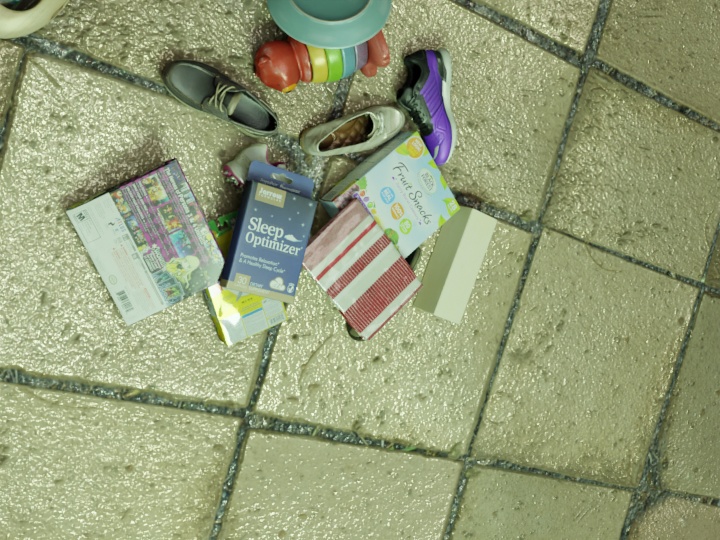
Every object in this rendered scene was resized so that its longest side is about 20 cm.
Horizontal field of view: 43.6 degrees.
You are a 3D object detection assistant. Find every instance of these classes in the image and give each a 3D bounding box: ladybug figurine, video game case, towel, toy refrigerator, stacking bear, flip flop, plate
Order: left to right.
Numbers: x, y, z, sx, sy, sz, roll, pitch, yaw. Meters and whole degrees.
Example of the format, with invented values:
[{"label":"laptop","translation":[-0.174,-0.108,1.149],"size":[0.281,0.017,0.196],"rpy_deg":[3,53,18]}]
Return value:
[{"label":"ladybug figurine","translation":[-0.464,-0.399,1.219],"size":[0.200,0.072,0.136],"rpy_deg":[-50,118,-12]},{"label":"video game case","translation":[-0.316,-0.042,1.360],"size":[0.180,0.036,0.202],"rpy_deg":[-26,110,-4]},{"label":"stacking bear","translation":[-0.072,-0.343,1.428],"size":[0.198,0.121,0.115],"rpy_deg":[-21,95,-15]},{"label":"plate","translation":[-0.048,-0.432,1.397],"size":[0.197,0.026,0.203],"rpy_deg":[2,64,-4]},{"label":"towel","translation":[0.000,0.000,1.499],"size":[0.144,0.023,0.201],"rpy_deg":[-43,112,-11]},{"label":"flip flop","translation":[0.050,0.044,1.591],"size":[0.201,0.081,0.058],"rpy_deg":[-57,134,-14]},{"label":"toy refrigerator","translation":[0.174,-0.012,1.641],"size":[0.069,0.076,0.202],"rpy_deg":[20,89,-30]}]

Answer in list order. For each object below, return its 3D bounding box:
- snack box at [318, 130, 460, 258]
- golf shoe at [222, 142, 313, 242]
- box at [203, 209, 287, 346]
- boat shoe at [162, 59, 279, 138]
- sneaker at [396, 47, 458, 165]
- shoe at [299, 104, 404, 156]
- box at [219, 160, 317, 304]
[{"label":"snack box","translation":[0.053,-0.116,1.559],"size":[0.200,0.067,0.169],"rpy_deg":[-42,115,-17]},{"label":"golf shoe","translation":[-0.130,-0.119,1.457],"size":[0.092,0.075,0.200],"rpy_deg":[-49,119,-15]},{"label":"box","translation":[-0.202,0.007,1.456],"size":[0.116,0.048,0.202],"rpy_deg":[-23,112,-22]},{"label":"boat shoe","translation":[-0.206,-0.267,1.384],"size":[0.198,0.073,0.075],"rpy_deg":[21,89,-30]},{"label":"sneaker","translation":[0.107,-0.281,1.557],"size":[0.098,0.069,0.203],"rpy_deg":[-7,94,-28]},{"label":"shoe","translation":[-0.004,-0.231,1.513],"size":[0.198,0.053,0.071],"rpy_deg":[-20,109,-24]},{"label":"box","translation":[-0.138,-0.059,1.398],"size":[0.120,0.032,0.203],"rpy_deg":[15,87,-33]}]
